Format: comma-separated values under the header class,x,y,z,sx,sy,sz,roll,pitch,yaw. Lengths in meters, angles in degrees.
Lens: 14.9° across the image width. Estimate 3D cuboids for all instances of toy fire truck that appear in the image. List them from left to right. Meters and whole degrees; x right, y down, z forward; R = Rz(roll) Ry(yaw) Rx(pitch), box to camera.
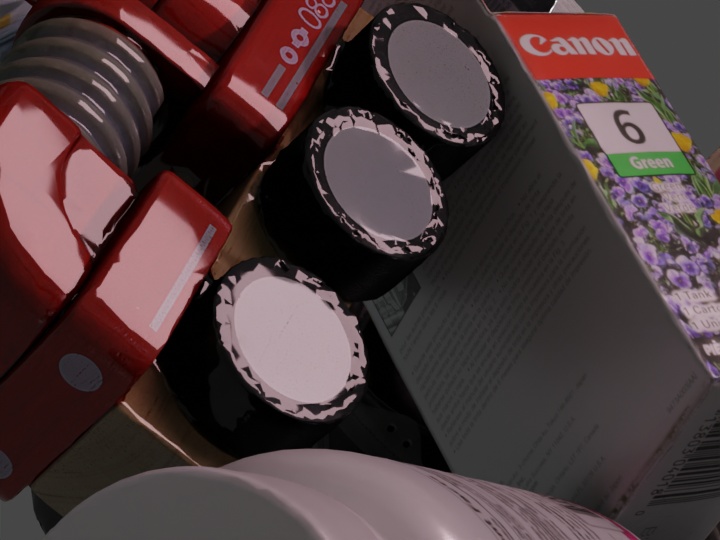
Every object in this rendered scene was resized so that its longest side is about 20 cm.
class,x,y,z,sx,sy,sz,roll,pitch,yaw
toy fire truck,-0.072,-0.052,0.711,0.200,0.129,0.176,39,44,-10

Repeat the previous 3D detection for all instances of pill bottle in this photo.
class,x,y,z,sx,sy,sz,roll,pitch,yaw
pill bottle,0.003,0.102,0.652,0.114,0.113,0.200,56,16,22

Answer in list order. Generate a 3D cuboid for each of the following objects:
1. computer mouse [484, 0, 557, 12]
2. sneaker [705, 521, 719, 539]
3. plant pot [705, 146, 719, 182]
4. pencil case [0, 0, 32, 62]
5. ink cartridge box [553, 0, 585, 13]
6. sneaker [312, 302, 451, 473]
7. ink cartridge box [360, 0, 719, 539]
class,x,y,z,sx,sy,sz,roll,pitch,yaw
computer mouse,-0.018,-0.090,1.005,0.140,0.201,0.046,41,-17,-23
sneaker,0.102,0.145,0.833,0.082,0.077,0.201,110,-39,-80
plant pot,0.214,0.017,1.275,0.201,0.199,0.179,55,0,21
pencil case,-0.103,-0.094,0.884,0.090,0.084,0.200,3,34,-18
ink cartridge box,0.061,-0.084,1.159,0.160,0.047,0.200,49,20,-6
sneaker,0.025,0.084,0.830,0.071,0.083,0.200,29,26,-57
ink cartridge box,0.048,-0.013,0.797,0.050,0.109,0.201,-3,51,-34
